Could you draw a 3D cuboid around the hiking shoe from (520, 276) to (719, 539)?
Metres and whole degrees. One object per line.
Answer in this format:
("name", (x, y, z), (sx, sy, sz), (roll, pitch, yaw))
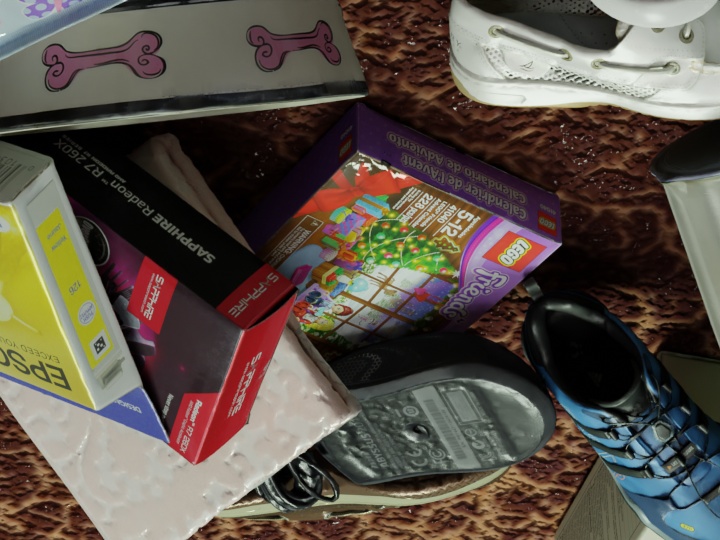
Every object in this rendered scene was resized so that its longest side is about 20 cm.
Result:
("hiking shoe", (0.156, 0.090, 1.569), (0.074, 0.200, 0.087), (-46, 166, 3))

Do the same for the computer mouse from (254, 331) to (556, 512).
("computer mouse", (0.017, 0.071, 1.604), (0.199, 0.053, 0.139), (-6, 133, 22))

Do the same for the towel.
("towel", (-0.117, 0.048, 1.576), (0.200, 0.032, 0.191), (-36, 89, 35))

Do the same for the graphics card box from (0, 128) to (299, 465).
("graphics card box", (-0.135, -0.001, 1.501), (0.200, 0.051, 0.126), (38, 141, 13))

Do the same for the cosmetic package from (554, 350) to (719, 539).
("cosmetic package", (0.182, 0.151, 1.716), (0.073, 0.104, 0.200), (10, 141, -13))

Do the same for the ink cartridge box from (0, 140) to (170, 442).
("ink cartridge box", (-0.209, 0.004, 1.490), (0.197, 0.047, 0.200), (18, 138, 37))

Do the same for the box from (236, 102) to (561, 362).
("box", (0.000, 0.000, 1.586), (0.137, 0.039, 0.200), (23, 136, -25))

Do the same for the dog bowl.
("dog bowl", (-0.098, -0.109, 1.361), (0.199, 0.074, 0.200), (-6, -177, 0))

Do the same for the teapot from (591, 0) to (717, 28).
("teapot", (0.229, -0.170, 1.296), (0.197, 0.146, 0.200), (26, 135, -27))

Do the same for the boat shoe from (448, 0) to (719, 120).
("boat shoe", (0.142, -0.122, 1.413), (0.199, 0.071, 0.069), (-3, 142, 6))

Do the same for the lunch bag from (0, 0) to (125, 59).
("lunch bag", (-0.123, -0.200, 1.246), (0.200, 0.170, 0.127), (-23, 133, 25))

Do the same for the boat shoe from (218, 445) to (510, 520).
("boat shoe", (-0.003, 0.114, 1.711), (0.201, 0.075, 0.075), (-4, 159, 9))

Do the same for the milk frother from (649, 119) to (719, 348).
("milk frother", (0.229, 0.002, 1.524), (0.200, 0.180, 0.189), (-3, 111, 51))
